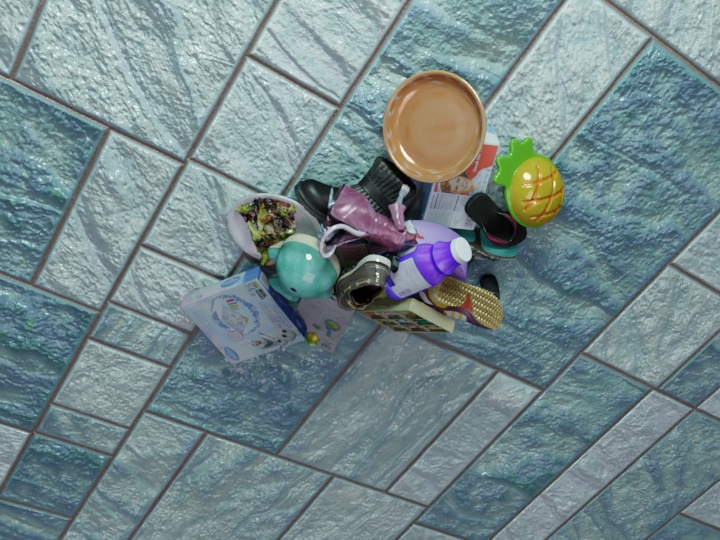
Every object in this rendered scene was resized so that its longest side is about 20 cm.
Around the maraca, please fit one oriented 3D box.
[{"bbox_3d":[0.333,-0.171,1.627,0.138,0.107,0.200,-51,123,-11],"label":"maraca"}]

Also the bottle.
[{"bbox_3d":[0.123,-0.009,1.584,0.198,0.065,0.084,-25,109,40],"label":"bottle"}]

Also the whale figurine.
[{"bbox_3d":[-0.125,0.016,1.622,0.158,0.105,0.200,37,143,-11],"label":"whale figurine"}]

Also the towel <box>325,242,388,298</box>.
[{"bbox_3d":[-0.038,-0.003,1.700,0.197,0.023,0.145,1,132,31],"label":"towel"}]

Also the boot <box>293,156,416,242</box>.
[{"bbox_3d":[-0.009,-0.160,1.604,0.209,0.080,0.158,25,122,-30],"label":"boot"}]

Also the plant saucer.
[{"bbox_3d":[0.138,-0.264,1.516,0.197,0.037,0.204,3,98,21],"label":"plant saucer"}]

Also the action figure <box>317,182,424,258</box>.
[{"bbox_3d":[0.029,-0.085,1.535,0.197,0.150,0.135,17,121,-8],"label":"action figure"}]

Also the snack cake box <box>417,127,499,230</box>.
[{"bbox_3d":[0.190,-0.184,1.623,0.113,0.068,0.202,6,126,-10],"label":"snack cake box"}]

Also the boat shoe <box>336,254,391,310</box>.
[{"bbox_3d":[0.000,0.038,1.581,0.071,0.060,0.200,18,150,-18],"label":"boat shoe"}]

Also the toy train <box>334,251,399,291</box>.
[{"bbox_3d":[0.000,0.000,1.626,0.198,0.047,0.034,-18,142,41],"label":"toy train"}]

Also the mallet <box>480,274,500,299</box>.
[{"bbox_3d":[0.218,0.061,1.839,0.197,0.066,0.041,-16,128,23],"label":"mallet"}]

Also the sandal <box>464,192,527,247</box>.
[{"bbox_3d":[0.278,-0.090,1.655,0.075,0.045,0.199,-49,136,11],"label":"sandal"}]

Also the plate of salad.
[{"bbox_3d":[-0.173,-0.072,1.639,0.196,0.049,0.202,7,139,6],"label":"plate of salad"}]

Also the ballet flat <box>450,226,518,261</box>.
[{"bbox_3d":[0.237,-0.058,1.738,0.197,0.075,0.075,18,123,-19],"label":"ballet flat"}]

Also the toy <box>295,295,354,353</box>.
[{"bbox_3d":[-0.080,0.095,1.785,0.114,0.048,0.201,28,140,1],"label":"toy"}]

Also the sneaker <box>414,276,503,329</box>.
[{"bbox_3d":[0.203,0.065,1.682,0.198,0.076,0.090,28,161,-27],"label":"sneaker"}]

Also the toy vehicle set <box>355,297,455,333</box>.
[{"bbox_3d":[0.090,0.095,1.724,0.123,0.027,0.199,28,162,-29],"label":"toy vehicle set"}]

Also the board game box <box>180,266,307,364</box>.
[{"bbox_3d":[-0.247,0.101,1.765,0.196,0.044,0.201,-20,127,21],"label":"board game box"}]

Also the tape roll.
[{"bbox_3d":[0.123,-0.016,1.696,0.196,0.067,0.201,8,146,6],"label":"tape roll"}]
